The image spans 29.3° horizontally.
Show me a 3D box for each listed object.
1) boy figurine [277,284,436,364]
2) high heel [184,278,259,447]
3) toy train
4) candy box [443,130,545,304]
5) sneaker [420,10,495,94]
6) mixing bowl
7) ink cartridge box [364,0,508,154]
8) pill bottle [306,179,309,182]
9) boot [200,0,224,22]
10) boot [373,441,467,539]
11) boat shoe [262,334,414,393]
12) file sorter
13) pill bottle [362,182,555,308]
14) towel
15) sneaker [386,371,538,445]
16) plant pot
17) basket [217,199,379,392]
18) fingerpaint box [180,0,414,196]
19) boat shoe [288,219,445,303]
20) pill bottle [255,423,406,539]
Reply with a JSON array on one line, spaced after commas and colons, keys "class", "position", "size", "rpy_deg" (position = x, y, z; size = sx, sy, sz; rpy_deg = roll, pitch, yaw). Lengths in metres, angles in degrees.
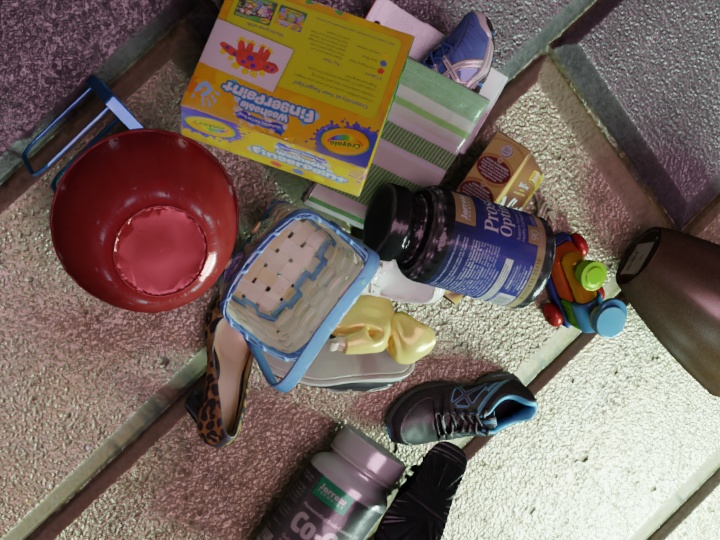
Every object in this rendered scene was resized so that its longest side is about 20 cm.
[{"class": "boy figurine", "position": [-0.005, 0.055, 1.661], "size": [0.200, 0.125, 0.064], "rpy_deg": [18, 133, -15]}, {"class": "high heel", "position": [-0.140, 0.103, 1.600], "size": [0.071, 0.143, 0.200], "rpy_deg": [19, 96, -25]}, {"class": "toy train", "position": [0.268, -0.010, 1.750], "size": [0.085, 0.116, 0.200], "rpy_deg": [-29, 113, -13]}, {"class": "candy box", "position": [0.142, -0.062, 1.684], "size": [0.200, 0.056, 0.117], "rpy_deg": [-56, 160, 0]}, {"class": "sneaker", "position": [0.084, -0.214, 1.587], "size": [0.077, 0.076, 0.200], "rpy_deg": [29, 93, -30]}, {"class": "mixing bowl", "position": [-0.211, -0.036, 1.408], "size": [0.200, 0.108, 0.201], "rpy_deg": [-6, 109, -16]}, {"class": "ink cartridge box", "position": [0.067, -0.235, 1.646], "size": [0.200, 0.050, 0.109], "rpy_deg": [29, 93, -25]}, {"class": "pill bottle", "position": [-0.065, -0.181, 1.572], "size": [0.111, 0.111, 0.200], "rpy_deg": [-38, 115, -9]}, {"class": "boot", "position": [-0.109, -0.378, 1.534], "size": [0.200, 0.073, 0.182], "rpy_deg": [-32, 112, -4]}, {"class": "boot", "position": [0.058, 0.313, 1.703], "size": [0.073, 0.163, 0.198], "rpy_deg": [31, 54, 2]}, {"class": "boat shoe", "position": [-0.034, 0.115, 1.692], "size": [0.200, 0.060, 0.074], "rpy_deg": [0, 65, -23]}, {"class": "file sorter", "position": [-0.256, -0.091, 1.506], "size": [0.123, 0.139, 0.200], "rpy_deg": [-44, 115, -3]}, {"class": "pill bottle", "position": [0.109, -0.031, 1.557], "size": [0.200, 0.112, 0.112], "rpy_deg": [15, 98, -22]}, {"class": "towel", "position": [0.037, -0.137, 1.554], "size": [0.152, 0.023, 0.200], "rpy_deg": [23, 105, -33]}, {"class": "sneaker", "position": [0.131, 0.180, 1.764], "size": [0.200, 0.082, 0.073], "rpy_deg": [-16, 111, -16]}, {"class": "plant pot", "position": [0.441, 0.036, 1.813], "size": [0.200, 0.187, 0.187], "rpy_deg": [34, 90, -11]}, {"class": "basket", "position": [-0.069, 0.023, 1.495], "size": [0.139, 0.200, 0.176], "rpy_deg": [35, 94, -35]}, {"class": "fingerpaint box", "position": [-0.066, -0.191, 1.431], "size": [0.200, 0.073, 0.167], "rpy_deg": [18, 68, 0]}, {"class": "boat shoe", "position": [0.000, 0.000, 1.615], "size": [0.200, 0.069, 0.071], "rpy_deg": [18, 115, 13]}, {"class": "pill bottle", "position": [-0.038, 0.298, 1.710], "size": [0.113, 0.113, 0.200], "rpy_deg": [35, 89, -26]}]
